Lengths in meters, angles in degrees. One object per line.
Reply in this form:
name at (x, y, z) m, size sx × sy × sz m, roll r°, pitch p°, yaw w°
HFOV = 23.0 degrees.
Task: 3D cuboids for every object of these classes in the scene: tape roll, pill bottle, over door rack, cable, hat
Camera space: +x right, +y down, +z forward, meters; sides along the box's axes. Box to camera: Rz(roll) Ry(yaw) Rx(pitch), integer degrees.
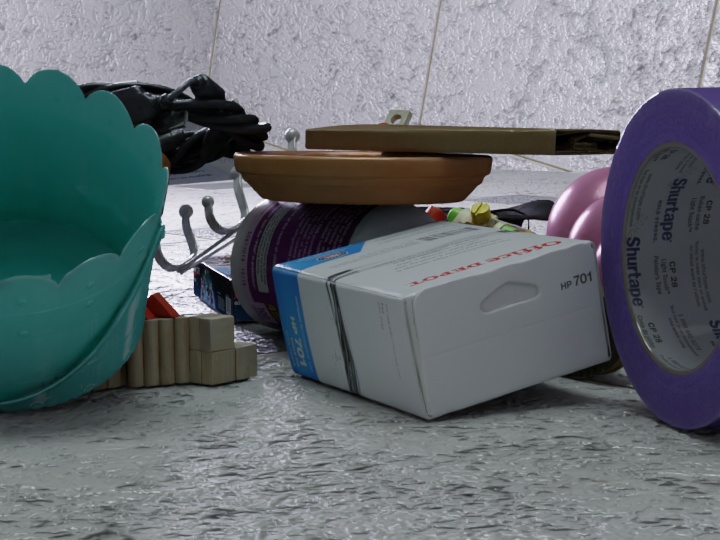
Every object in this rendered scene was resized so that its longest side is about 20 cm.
tape roll at (0.222, -0.008, 1.046) m, size 0.084 × 0.202 × 0.200 m, roll -2°, pitch 7°, yaw -19°
pill bottle at (0.000, 0.000, 1.387) m, size 0.112 × 0.113 × 0.199 m, roll -7°, pitch 9°, yaw -44°
over door rack at (-0.082, -0.065, 1.567) m, size 0.147 × 0.067 × 0.200 m, roll -32°, pitch -9°, yaw 30°
cable at (-0.172, -0.111, 1.407) m, size 0.199 × 0.051 × 0.163 m, roll -13°, pitch -13°, yaw 31°
hat at (0.106, -0.020, 1.689) m, size 0.199 × 0.082 × 0.201 m, roll -4°, pitch 5°, yaw 0°

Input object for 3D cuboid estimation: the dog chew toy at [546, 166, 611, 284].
dog chew toy at (0.227, -0.017, 1.506) m, size 0.124 × 0.125 × 0.200 m, roll -1°, pitch 14°, yaw -3°

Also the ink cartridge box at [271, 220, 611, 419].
ink cartridge box at (0.050, 0.026, 1.182) m, size 0.146 × 0.086 × 0.200 m, roll -15°, pitch 13°, yaw -24°

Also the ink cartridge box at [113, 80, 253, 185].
ink cartridge box at (-0.210, -0.108, 1.606) m, size 0.195 × 0.044 × 0.200 m, roll -2°, pitch -22°, yaw 38°

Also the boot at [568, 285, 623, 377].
boot at (0.211, 0.032, 1.296) m, size 0.199 × 0.067 × 0.175 m, roll -3°, pitch 7°, yaw -30°

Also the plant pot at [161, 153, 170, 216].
plant pot at (-0.247, -0.022, 1.336) m, size 0.199 × 0.141 × 0.200 m, roll 3°, pitch -11°, yaw 0°

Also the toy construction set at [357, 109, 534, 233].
toy construction set at (0.065, -0.039, 1.514) m, size 0.200 × 0.131 × 0.092 m, roll 47°, pitch -16°, yaw -33°

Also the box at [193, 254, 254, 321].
box at (-0.070, 0.012, 1.607) m, size 0.136 × 0.038 × 0.200 m, roll -3°, pitch 7°, yaw -15°

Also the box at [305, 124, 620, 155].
box at (0.081, -0.100, 1.349) m, size 0.199 × 0.021 × 0.163 m, roll 4°, pitch 6°, yaw 24°

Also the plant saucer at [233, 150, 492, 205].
plant saucer at (0.002, -0.072, 1.356) m, size 0.199 × 0.038 × 0.200 m, roll 0°, pitch 5°, yaw 0°

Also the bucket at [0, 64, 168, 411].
bucket at (-0.225, -0.018, 1.133) m, size 0.206 × 0.135 × 0.208 m, roll 3°, pitch 45°, yaw -3°

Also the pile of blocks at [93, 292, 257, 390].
pile of blocks at (-0.172, 0.046, 1.223) m, size 0.199 × 0.063 × 0.082 m, roll -2°, pitch 7°, yaw -14°
